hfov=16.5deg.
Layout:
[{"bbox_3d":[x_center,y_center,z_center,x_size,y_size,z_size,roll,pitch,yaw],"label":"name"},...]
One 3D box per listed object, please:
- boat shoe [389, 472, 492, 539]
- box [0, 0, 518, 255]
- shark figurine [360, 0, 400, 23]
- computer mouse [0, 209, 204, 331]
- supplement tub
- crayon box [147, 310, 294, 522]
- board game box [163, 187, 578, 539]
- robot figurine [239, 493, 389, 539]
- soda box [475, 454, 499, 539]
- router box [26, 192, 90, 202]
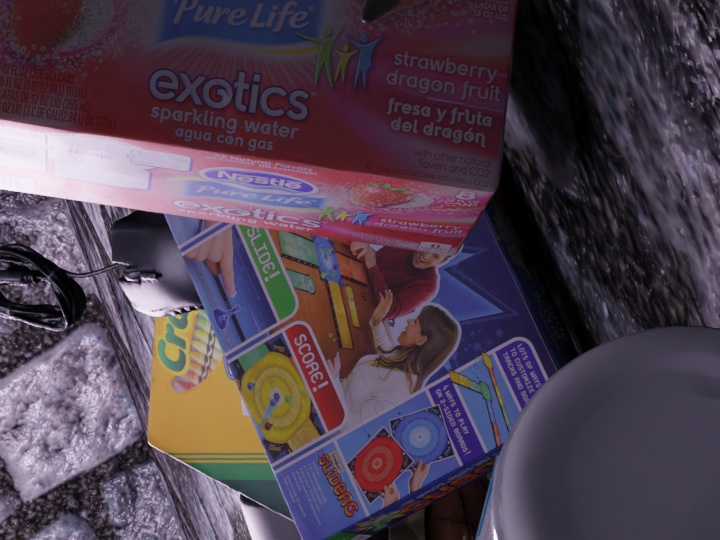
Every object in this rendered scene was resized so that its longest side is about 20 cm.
[{"bbox_3d":[0.057,0.102,1.131,0.200,0.068,0.072,-80,-20,-65],"label":"boat shoe"},{"bbox_3d":[-0.048,-0.074,0.922,0.103,0.199,0.095,115,163,-76],"label":"box"},{"bbox_3d":[-0.018,-0.203,0.881,0.128,0.089,0.215,-139,32,-71],"label":"shark figurine"},{"bbox_3d":[-0.121,0.001,1.170,0.200,0.034,0.059,-11,106,43],"label":"computer mouse"},{"bbox_3d":[0.102,0.117,0.795,0.200,0.122,0.123,85,161,-56],"label":"supplement tub"},{"bbox_3d":[-0.033,0.015,1.170,0.119,0.058,0.201,25,127,27],"label":"crayon box"},{"bbox_3d":[0.000,0.000,1.051,0.034,0.135,0.200,15,-131,-65],"label":"board game box"},{"bbox_3d":[0.009,0.135,1.308,0.150,0.125,0.201,-14,100,35],"label":"robot figurine"},{"bbox_3d":[0.066,0.175,0.966,0.064,0.068,0.201,-179,105,-79],"label":"soda box"},{"bbox_3d":[-0.116,-0.149,1.135,0.157,0.052,0.201,-95,13,-69],"label":"router box"}]
